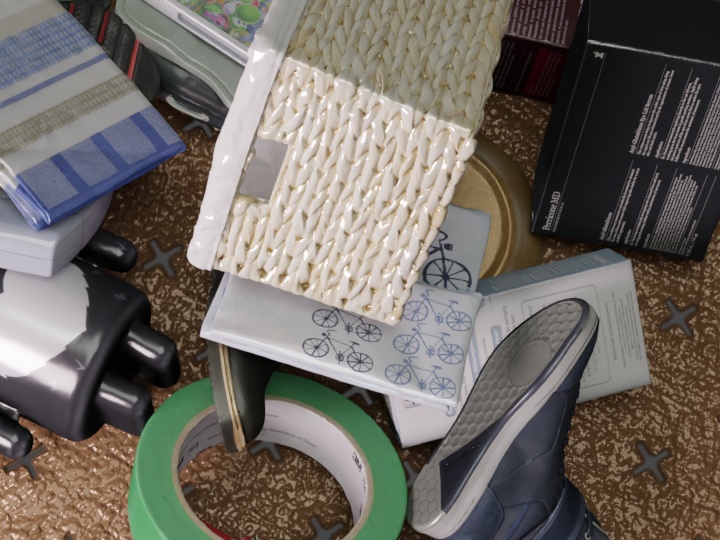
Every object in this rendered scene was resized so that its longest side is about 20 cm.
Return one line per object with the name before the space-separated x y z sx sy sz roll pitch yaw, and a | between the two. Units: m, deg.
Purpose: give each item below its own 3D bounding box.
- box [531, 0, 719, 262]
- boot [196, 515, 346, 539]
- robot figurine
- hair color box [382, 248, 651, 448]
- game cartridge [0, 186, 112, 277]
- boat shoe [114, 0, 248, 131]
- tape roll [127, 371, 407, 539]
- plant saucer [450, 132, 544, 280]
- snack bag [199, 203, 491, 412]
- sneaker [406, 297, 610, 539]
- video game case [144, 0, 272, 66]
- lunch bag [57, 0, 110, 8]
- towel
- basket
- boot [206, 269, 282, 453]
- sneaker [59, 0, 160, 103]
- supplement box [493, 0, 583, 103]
box | 0.216 -0.109 1.332 0.139 0.201 0.079 8 48 -3
boot | -0.058 0.210 1.304 0.200 0.073 0.144 44 67 11
robot figurine | -0.232 0.047 1.298 0.198 0.126 0.150 25 31 7
hair color box | 0.111 0.057 1.338 0.198 0.061 0.100 -14 102 -8
game cartridge | -0.251 -0.069 1.318 0.131 0.042 0.201 8 33 1
boat shoe | -0.113 -0.147 1.400 0.199 0.061 0.076 38 48 8
tape roll | -0.067 0.161 1.272 0.198 0.048 0.202 9 45 -9
plant saucer | 0.049 -0.032 1.389 0.198 0.035 0.203 1 74 -3
snack bag | 0.000 0.000 1.279 0.186 0.022 0.201 16 48 2
sneaker | 0.142 0.131 1.293 0.146 0.077 0.203 33 94 -26
video game case | -0.069 -0.217 1.413 0.199 0.018 0.144 33 52 6
lunch bag | -0.285 -0.278 1.413 0.197 0.077 0.162 3 74 -3
towel | -0.241 -0.128 1.286 0.200 0.024 0.146 47 52 12
basket | -0.005 -0.106 1.227 0.159 0.199 0.201 20 40 -3
boot | -0.042 0.035 1.288 0.137 0.078 0.202 -2 53 -1
sneaker | -0.249 -0.168 1.380 0.198 0.087 0.074 18 70 1
supplement box | 0.147 -0.182 1.400 0.198 0.109 0.062 12 73 -1
